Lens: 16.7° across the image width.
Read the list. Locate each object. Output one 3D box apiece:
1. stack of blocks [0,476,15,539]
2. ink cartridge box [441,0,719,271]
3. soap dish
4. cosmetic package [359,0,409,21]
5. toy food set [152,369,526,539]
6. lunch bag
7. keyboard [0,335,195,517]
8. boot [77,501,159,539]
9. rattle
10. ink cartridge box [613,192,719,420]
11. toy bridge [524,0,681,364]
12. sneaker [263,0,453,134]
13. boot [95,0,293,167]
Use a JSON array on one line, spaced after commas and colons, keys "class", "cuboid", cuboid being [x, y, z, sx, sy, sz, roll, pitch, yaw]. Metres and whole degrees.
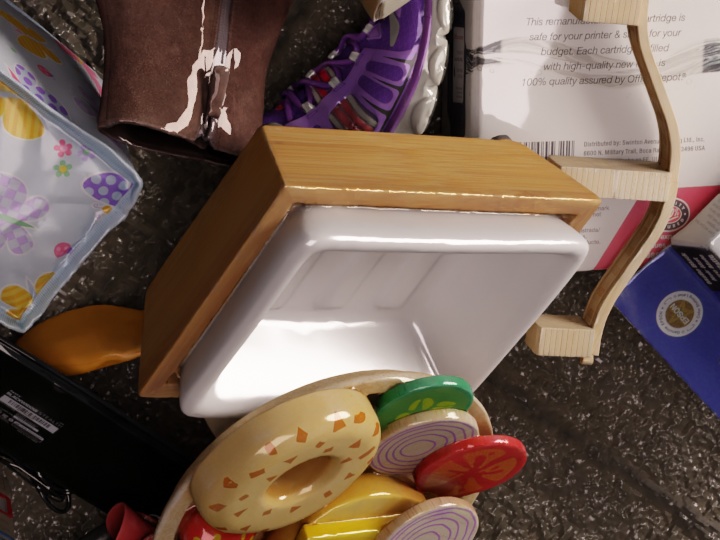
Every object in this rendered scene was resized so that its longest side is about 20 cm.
[{"class": "stack of blocks", "cuboid": [-0.237, 0.137, 1.248, 0.115, 0.200, 0.059, 33, 97, -19]}, {"class": "ink cartridge box", "cuboid": [0.120, -0.106, 1.314, 0.144, 0.084, 0.202, -3, 106, -11]}, {"class": "soap dish", "cuboid": [0.000, 0.000, 1.221, 0.199, 0.082, 0.158, 1, 140, -37]}, {"class": "cosmetic package", "cuboid": [-0.005, -0.233, 1.178, 0.105, 0.071, 0.201, -34, 89, -2]}, {"class": "toy food set", "cuboid": [-0.012, 0.123, 1.253, 0.197, 0.049, 0.201, -3, 135, -32]}, {"class": "lunch bag", "cuboid": [-0.218, -0.085, 1.208, 0.200, 0.170, 0.127, 41, 97, -21]}, {"class": "keyboard", "cuboid": [-0.179, 0.069, 1.313, 0.199, 0.040, 0.104, 36, 135, -20]}, {"class": "boot", "cuboid": [-0.066, 0.170, 1.342, 0.199, 0.073, 0.145, -21, 125, -3]}, {"class": "rattle", "cuboid": [-0.071, 0.089, 1.340, 0.142, 0.131, 0.200, -32, 136, 10]}, {"class": "ink cartridge box", "cuboid": [0.268, 0.016, 1.317, 0.200, 0.041, 0.200, -44, 111, 5]}, {"class": "toy bridge", "cuboid": [0.130, -0.047, 1.274, 0.067, 0.027, 0.202, 2, 106, -13]}, {"class": "sneaker", "cuboid": [-0.007, -0.088, 1.297, 0.083, 0.081, 0.201, 19, 104, -9]}, {"class": "boot", "cuboid": [-0.059, -0.130, 1.222, 0.199, 0.072, 0.168, 9, 72, -45]}]
